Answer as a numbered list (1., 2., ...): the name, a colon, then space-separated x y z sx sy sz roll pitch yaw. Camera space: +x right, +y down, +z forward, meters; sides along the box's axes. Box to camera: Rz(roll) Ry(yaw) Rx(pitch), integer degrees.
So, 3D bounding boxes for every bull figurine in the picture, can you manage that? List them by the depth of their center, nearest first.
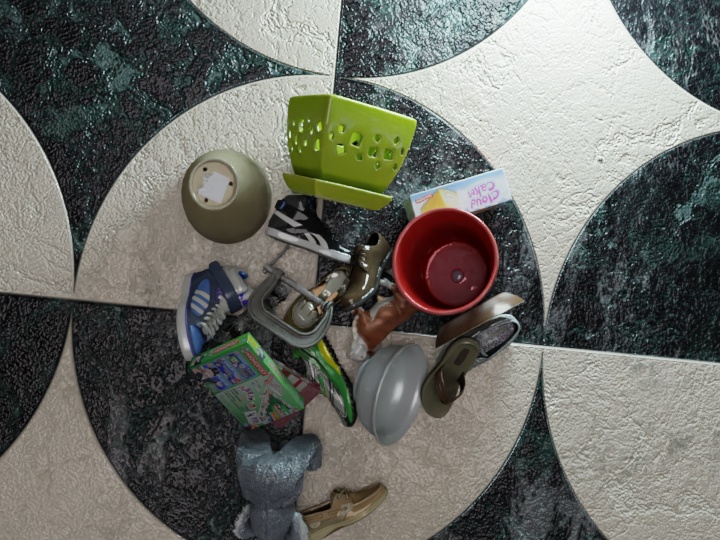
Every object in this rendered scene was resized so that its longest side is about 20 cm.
1. bull figurine: 0.033 0.091 1.506 0.199 0.065 0.122 -39 105 -7

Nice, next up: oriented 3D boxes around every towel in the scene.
1. towel: -0.193 0.224 1.452 0.198 0.023 0.144 34 119 -23

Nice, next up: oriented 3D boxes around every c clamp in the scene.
1. c clamp: -0.129 0.054 1.448 0.199 0.027 0.171 36 62 19

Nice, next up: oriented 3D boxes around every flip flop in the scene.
1. flip flop: 0.180 0.219 1.475 0.079 0.058 0.203 15 122 -20

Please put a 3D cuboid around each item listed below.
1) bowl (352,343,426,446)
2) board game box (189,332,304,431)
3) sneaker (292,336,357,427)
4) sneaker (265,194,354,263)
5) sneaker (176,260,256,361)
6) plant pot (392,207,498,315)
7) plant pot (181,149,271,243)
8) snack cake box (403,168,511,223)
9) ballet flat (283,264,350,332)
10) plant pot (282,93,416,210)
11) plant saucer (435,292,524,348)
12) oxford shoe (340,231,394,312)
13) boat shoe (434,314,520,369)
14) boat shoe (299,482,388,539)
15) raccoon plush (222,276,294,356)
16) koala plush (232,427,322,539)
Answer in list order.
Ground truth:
1. bowl: 0.046 0.232 1.468 0.089 0.200 0.206 15 87 31
2. board game box: -0.212 0.216 1.413 0.132 0.029 0.202 -23 124 16
3. sneaker: -0.068 0.226 1.504 0.084 0.078 0.203 -30 82 3
4. sneaker: -0.084 -0.092 1.502 0.196 0.073 0.114 19 87 -3
5. sneaker: -0.274 0.075 1.447 0.142 0.082 0.203 -8 50 3
6. plant pot: 0.174 -0.004 1.433 0.195 0.177 0.206 -3 80 15
7. plant pot: -0.267 -0.152 1.429 0.182 0.200 0.193 0 89 -4
8. snack cake box: 0.192 -0.139 1.499 0.195 0.115 0.069 -17 87 -3
9. ballet flat: -0.085 0.061 1.503 0.199 0.071 0.071 -41 91 -3
10. plant pot: -0.034 -0.222 1.425 0.196 0.198 0.186 10 96 -29
11. plant saucer: 0.226 0.091 1.457 0.197 0.201 0.037 -28 82 -4
12. oxford shoe: 0.000 0.000 1.456 0.072 0.202 0.085 -17 120 36
13. boat shoe: 0.239 0.155 1.517 0.199 0.072 0.071 -34 92 -2
14. boat shoe: -0.038 0.474 1.495 0.197 0.071 0.066 -29 91 -2
15. raccoon plush: -0.177 0.127 1.486 0.199 0.097 0.135 -39 99 -2
16. koala plush: -0.172 0.437 1.444 0.172 0.184 0.206 6 101 4
